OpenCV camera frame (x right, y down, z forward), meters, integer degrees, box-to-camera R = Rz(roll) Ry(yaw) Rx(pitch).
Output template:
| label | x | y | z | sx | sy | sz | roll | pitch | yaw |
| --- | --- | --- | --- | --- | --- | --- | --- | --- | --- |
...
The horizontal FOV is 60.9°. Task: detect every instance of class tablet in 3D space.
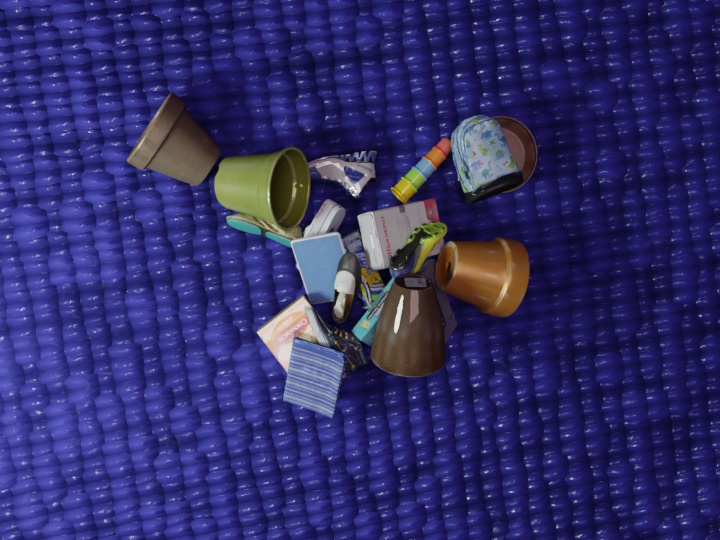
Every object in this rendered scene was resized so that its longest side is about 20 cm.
| label | x | y | z | sx | sy | sz | roll | pitch | yaw |
| --- | --- | --- | --- | --- | --- | --- | --- | --- | --- |
| tablet | -0.093 | -0.003 | 1.571 | 0.129 | 0.014 | 0.201 | -10 | 122 | 9 |

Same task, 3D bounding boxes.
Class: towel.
| label | x | y | z | sx | sy | sz | roll | pitch | yaw |
| --- | --- | --- | --- | --- | --- | --- | --- | --- | --- |
| towel | -0.116 | 0.270 | 1.533 | 0.143 | 0.024 | 0.202 | 17 | 116 | 9 |

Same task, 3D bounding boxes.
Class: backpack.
| label | x | y | z | sx | sy | sz | roll | pitch | yaw |
| --- | --- | --- | --- | --- | --- | --- | --- | --- | --- |
| backpack | 0.312 | -0.295 | 1.562 | 0.162 | 0.154 | 0.202 | -20 | 82 | 3 |

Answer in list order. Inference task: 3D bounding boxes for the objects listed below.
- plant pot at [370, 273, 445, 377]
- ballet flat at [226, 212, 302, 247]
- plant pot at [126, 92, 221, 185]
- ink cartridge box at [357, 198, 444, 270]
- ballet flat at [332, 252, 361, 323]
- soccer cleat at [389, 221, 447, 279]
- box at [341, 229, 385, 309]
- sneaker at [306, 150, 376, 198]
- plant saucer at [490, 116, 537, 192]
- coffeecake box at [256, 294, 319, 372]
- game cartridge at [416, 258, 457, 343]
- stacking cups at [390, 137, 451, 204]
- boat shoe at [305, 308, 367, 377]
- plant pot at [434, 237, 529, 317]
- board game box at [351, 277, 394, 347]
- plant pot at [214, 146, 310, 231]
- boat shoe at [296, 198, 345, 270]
| label | x | y | z | sx | sy | sz | roll | pitch | yaw |
| --- | --- | --- | --- | --- | --- | --- | --- | --- | --- |
| plant pot | 0.121 | 0.117 | 1.465 | 0.185 | 0.187 | 0.202 | 0 | 114 | -5 |
| ballet flat | -0.245 | -0.119 | 1.585 | 0.198 | 0.071 | 0.071 | 19 | 91 | -6 |
| plant pot | -0.443 | -0.302 | 1.501 | 0.174 | 0.200 | 0.201 | 34 | 90 | -23 |
| ink cartridge box | 0.105 | -0.094 | 1.574 | 0.198 | 0.085 | 0.147 | -14 | 95 | -29 |
| ballet flat | -0.037 | 0.053 | 1.552 | 0.067 | 0.069 | 0.202 | 14 | 124 | 12 |
| soccer cleat | 0.144 | -0.047 | 1.524 | 0.200 | 0.064 | 0.084 | -43 | 140 | -24 |
| box | 0.000 | 0.000 | 1.602 | 0.064 | 0.070 | 0.201 | -27 | 95 | -19 |
| sneaker | -0.044 | -0.239 | 1.585 | 0.197 | 0.081 | 0.116 | -11 | 92 | -6 |
| plant saucer | 0.373 | -0.309 | 1.644 | 0.198 | 0.037 | 0.203 | 0 | 94 | -5 |
| coffeecake box | -0.150 | 0.190 | 1.602 | 0.153 | 0.073 | 0.201 | -37 | 96 | -3 |
| game cartridge | 0.195 | 0.086 | 1.590 | 0.038 | 0.130 | 0.202 | -12 | 108 | 27 |
| stacking cups | 0.171 | -0.264 | 1.618 | 0.200 | 0.060 | 0.061 | -44 | 96 | -4 |
| boat shoe | -0.060 | 0.169 | 1.544 | 0.090 | 0.071 | 0.202 | -28 | 103 | -7 |
| plant pot | 0.296 | 0.005 | 1.556 | 0.181 | 0.200 | 0.202 | 11 | 92 | -17 |
| board game box | 0.089 | 0.118 | 1.593 | 0.201 | 0.047 | 0.151 | -52 | 137 | -2 |
| plant pot | -0.249 | -0.208 | 1.507 | 0.182 | 0.200 | 0.203 | 9 | 93 | 22 |
| boat shoe | -0.115 | -0.092 | 1.599 | 0.065 | 0.073 | 0.201 | 37 | 95 | 24 |
